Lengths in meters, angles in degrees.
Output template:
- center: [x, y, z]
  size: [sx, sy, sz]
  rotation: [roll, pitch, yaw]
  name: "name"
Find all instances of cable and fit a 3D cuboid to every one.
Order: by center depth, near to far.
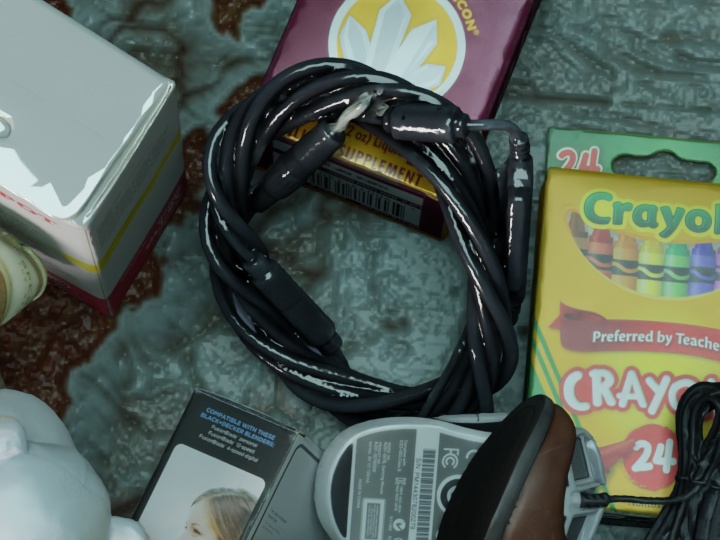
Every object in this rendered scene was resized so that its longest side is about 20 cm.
- center: [0.000, 0.000, 1.408]
  size: [0.163, 0.051, 0.201]
  rotation: [10, 122, 11]
  name: "cable"

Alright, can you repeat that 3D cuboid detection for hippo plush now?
- center: [-0.196, 0.124, 1.316]
  size: [0.159, 0.200, 0.161]
  rotation: [33, 102, -25]
  name: "hippo plush"

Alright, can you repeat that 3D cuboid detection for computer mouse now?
- center: [0.076, 0.100, 1.395]
  size: [0.199, 0.044, 0.110]
  rotation: [5, 99, -6]
  name: "computer mouse"

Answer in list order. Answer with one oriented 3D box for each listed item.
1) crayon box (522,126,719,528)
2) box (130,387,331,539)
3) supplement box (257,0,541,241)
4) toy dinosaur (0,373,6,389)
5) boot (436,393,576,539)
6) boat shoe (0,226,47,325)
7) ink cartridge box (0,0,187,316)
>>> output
- center: [0.145, 0.025, 1.459]
  size: [0.126, 0.051, 0.201]
  rotation: [5, 78, 0]
  name: "crayon box"
- center: [-0.078, 0.168, 1.387]
  size: [0.060, 0.117, 0.201]
  rotation: [22, 79, 23]
  name: "box"
- center: [0.029, -0.131, 1.470]
  size: [0.110, 0.086, 0.201]
  rotation: [21, 78, 3]
  name: "supplement box"
- center: [-0.243, 0.038, 1.433]
  size: [0.199, 0.086, 0.136]
  rotation: [11, 85, 6]
  name: "toy dinosaur"
- center: [0.130, 0.170, 1.357]
  size: [0.199, 0.068, 0.189]
  rotation: [17, 79, -16]
  name: "boot"
- center: [-0.241, -0.023, 1.376]
  size: [0.200, 0.063, 0.073]
  rotation: [29, 114, 14]
  name: "boat shoe"
- center: [-0.162, -0.066, 1.393]
  size: [0.145, 0.200, 0.084]
  rotation: [31, 79, 5]
  name: "ink cartridge box"
